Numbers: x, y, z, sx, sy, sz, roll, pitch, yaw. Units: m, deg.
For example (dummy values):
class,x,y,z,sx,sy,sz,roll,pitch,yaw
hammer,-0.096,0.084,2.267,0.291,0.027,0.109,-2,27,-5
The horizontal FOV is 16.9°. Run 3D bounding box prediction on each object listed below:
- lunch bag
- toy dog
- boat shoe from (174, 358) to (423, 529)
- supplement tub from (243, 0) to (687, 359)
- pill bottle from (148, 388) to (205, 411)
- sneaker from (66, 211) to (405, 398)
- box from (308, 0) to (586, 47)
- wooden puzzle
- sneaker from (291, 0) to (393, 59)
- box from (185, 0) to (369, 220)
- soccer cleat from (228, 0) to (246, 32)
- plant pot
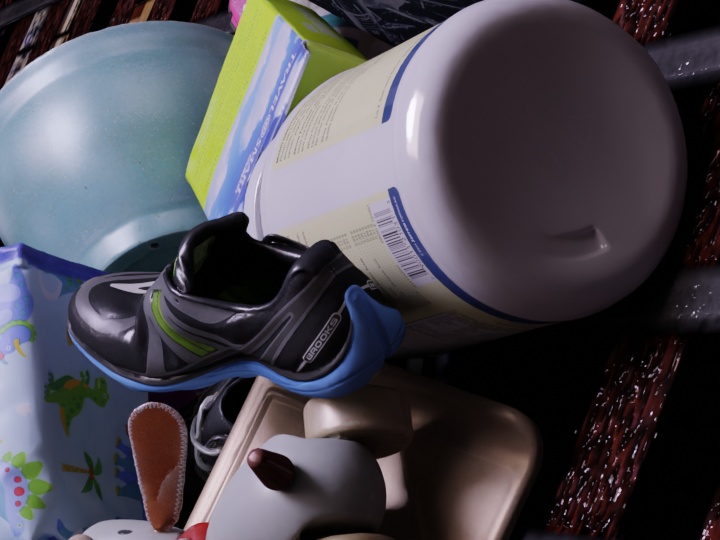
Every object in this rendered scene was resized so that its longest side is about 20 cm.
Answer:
class,x,y,z,sx,sy,sz,roll,pitch,yaw
lunch bag,-0.208,0.099,1.283,0.200,0.127,0.170,-19,65,32
toy dog,-0.066,0.114,1.099,0.200,0.096,0.132,-38,50,22
boat shoe,-0.064,0.078,1.263,0.200,0.068,0.072,-35,64,23
supplement tub,0.041,-0.037,1.122,0.200,0.145,0.145,-19,49,62
pill bottle,-0.133,0.117,1.375,0.112,0.112,0.200,-10,67,65
sneaker,-0.063,0.010,1.106,0.200,0.083,0.071,0,37,48
box,0.036,-0.210,1.286,0.200,0.182,0.104,-24,44,60
wooden puzzle,-0.014,0.141,1.136,0.185,0.037,0.200,17,83,44
sneaker,-0.031,-0.122,1.445,0.070,0.093,0.200,-40,24,45
box,-0.046,-0.076,1.303,0.200,0.048,0.122,-125,54,-71
soccer cleat,-0.044,-0.208,1.627,0.086,0.070,0.200,-53,23,27
plant pot,-0.126,-0.033,1.479,0.200,0.200,0.134,-49,45,33
